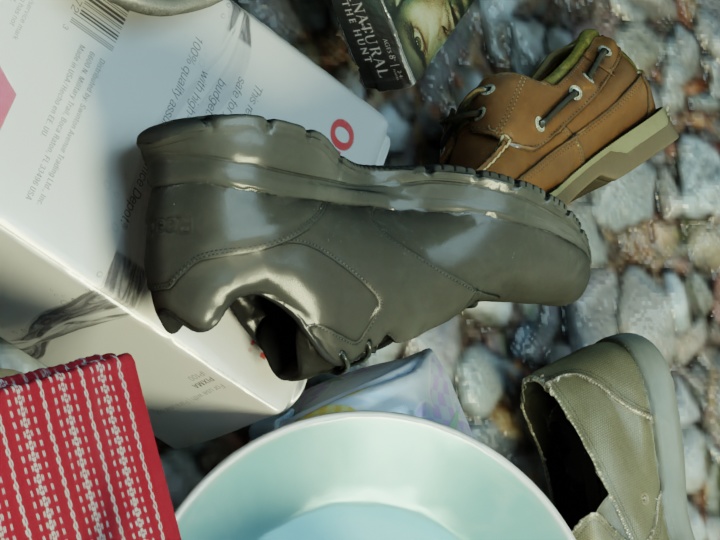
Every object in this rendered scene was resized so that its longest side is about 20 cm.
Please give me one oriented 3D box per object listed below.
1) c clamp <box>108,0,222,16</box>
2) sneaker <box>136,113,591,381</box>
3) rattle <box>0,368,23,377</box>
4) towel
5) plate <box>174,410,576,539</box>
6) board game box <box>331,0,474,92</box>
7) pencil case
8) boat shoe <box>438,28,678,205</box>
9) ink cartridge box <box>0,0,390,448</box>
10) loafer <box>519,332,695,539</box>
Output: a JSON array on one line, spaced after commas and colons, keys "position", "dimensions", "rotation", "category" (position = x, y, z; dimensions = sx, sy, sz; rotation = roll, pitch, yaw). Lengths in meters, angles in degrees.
[{"position": [-0.088, -0.187, 1.111], "dimensions": [0.170, 0.027, 0.201], "rotation": [-5, 67, -50], "category": "c clamp"}, {"position": [0.000, 0.000, 1.080], "dimensions": [0.199, 0.076, 0.092], "rotation": [10, 80, -30], "category": "sneaker"}, {"position": [-0.146, 0.109, 0.966], "dimensions": [0.129, 0.143, 0.201], "rotation": [13, 60, -23], "category": "rattle"}, {"position": [-0.094, 0.104, 0.948], "dimensions": [0.200, 0.022, 0.146], "rotation": [-11, 85, -77], "category": "towel"}, {"position": [0.002, 0.154, 1.082], "dimensions": [0.199, 0.026, 0.202], "rotation": [3, 82, -21], "category": "plate"}, {"position": [0.004, -0.196, 1.217], "dimensions": [0.135, 0.028, 0.201], "rotation": [-56, 132, -47], "category": "board game box"}, {"position": [0.028, 0.132, 1.153], "dimensions": [0.091, 0.083, 0.201], "rotation": [-30, 96, -46], "category": "pencil case"}, {"position": [0.060, -0.048, 1.251], "dimensions": [0.200, 0.072, 0.068], "rotation": [-32, 93, -50], "category": "boat shoe"}, {"position": [-0.102, -0.044, 1.103], "dimensions": [0.200, 0.083, 0.147], "rotation": [36, 57, -25], "category": "ink cartridge box"}, {"position": [0.106, 0.128, 1.234], "dimensions": [0.069, 0.075, 0.202], "rotation": [-2, 73, -27], "category": "loafer"}]
